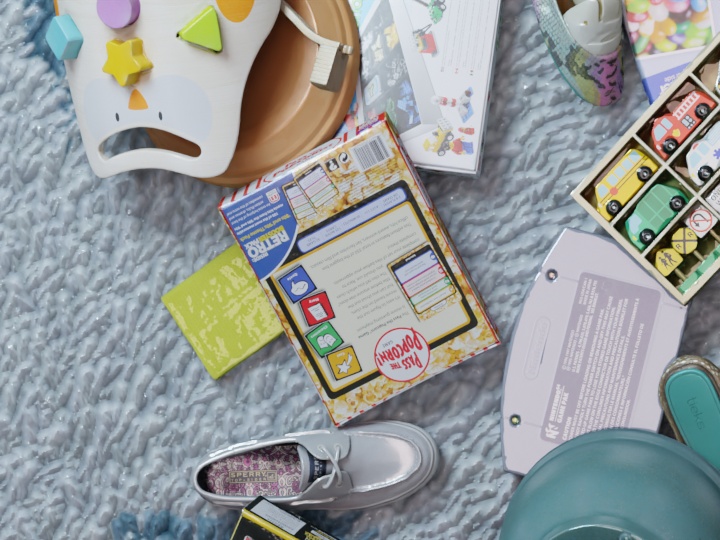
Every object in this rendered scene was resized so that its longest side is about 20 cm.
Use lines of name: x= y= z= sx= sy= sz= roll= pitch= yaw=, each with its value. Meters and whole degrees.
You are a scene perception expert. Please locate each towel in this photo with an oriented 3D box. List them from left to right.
towel: x=-0.061 y=-0.001 z=1.641 sx=0.199 sy=0.018 sz=0.086 roll=-36 pitch=77 yaw=6

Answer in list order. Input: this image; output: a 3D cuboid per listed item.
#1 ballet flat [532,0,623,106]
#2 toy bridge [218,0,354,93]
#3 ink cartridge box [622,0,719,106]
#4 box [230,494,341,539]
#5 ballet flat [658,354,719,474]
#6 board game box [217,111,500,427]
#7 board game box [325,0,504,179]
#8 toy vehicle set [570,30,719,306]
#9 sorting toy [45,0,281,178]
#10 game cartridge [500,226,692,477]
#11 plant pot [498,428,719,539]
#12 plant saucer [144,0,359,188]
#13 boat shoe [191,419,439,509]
ballet flat: x=0.167 y=-0.228 z=1.579 sx=0.069 sy=0.071 sz=0.202 roll=-21 pitch=88 yaw=-36
toy bridge: x=-0.093 y=-0.193 z=1.587 sx=0.198 sy=0.027 sz=0.068 roll=15 pitch=87 yaw=24
ink cartridge box: x=0.266 y=-0.208 z=1.593 sx=0.118 sy=0.042 sz=0.202 roll=-18 pitch=86 yaw=7
box: x=-0.054 y=0.302 z=1.577 sx=0.159 sy=0.049 sz=0.201 roll=27 pitch=109 yaw=9
ballet flat: x=0.286 y=0.157 z=1.553 sx=0.070 sy=0.065 sz=0.202 roll=-14 pitch=97 yaw=20
board game box: x=0.000 y=0.000 z=1.586 sx=0.150 sy=0.046 sz=0.201 roll=-26 pitch=101 yaw=6
board game box: x=0.047 y=-0.181 z=1.618 sx=0.125 sy=0.035 sz=0.202 roll=8 pitch=84 yaw=9
toy vehicle set: x=0.273 y=-0.088 z=1.550 sx=0.124 sy=0.027 sz=0.200 roll=43 pitch=95 yaw=11
sorting toy: x=-0.163 y=-0.162 z=1.558 sx=0.198 sy=0.107 sz=0.182 roll=0 pitch=100 yaw=22
game cartridge: x=0.182 y=0.073 z=1.592 sx=0.132 sy=0.041 sz=0.202 roll=15 pitch=89 yaw=5
plant pot: x=0.186 y=0.229 z=1.487 sx=0.198 sy=0.134 sz=0.203 roll=2 pitch=98 yaw=16
plant saucer: x=-0.098 y=-0.168 z=1.620 sx=0.198 sy=0.037 sz=0.202 roll=-3 pitch=81 yaw=20
boat shoe: x=-0.038 y=0.156 z=1.601 sx=0.198 sy=0.069 sz=0.073 roll=-1 pitch=87 yaw=8
